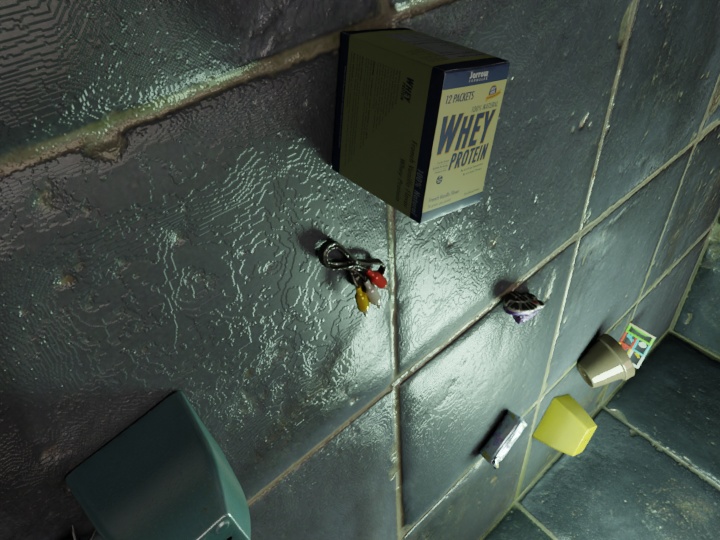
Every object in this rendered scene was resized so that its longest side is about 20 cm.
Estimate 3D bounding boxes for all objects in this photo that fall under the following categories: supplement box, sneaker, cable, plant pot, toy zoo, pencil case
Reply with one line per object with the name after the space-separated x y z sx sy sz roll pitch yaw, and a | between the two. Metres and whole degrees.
0.074 -0.211 0.779 0.132 0.199 0.205 -21 132 -35 | supplement box
0.455 0.116 1.555 0.197 0.080 0.085 6 119 -51 | sneaker
0.000 0.000 0.977 0.098 0.050 0.201 -49 144 -10 | cable
0.892 0.677 2.379 0.197 0.175 0.204 9 111 -49 | plant pot
1.307 0.373 2.654 0.020 0.130 0.204 3 115 -47 | toy zoo
-0.269 0.351 0.817 0.194 0.199 0.199 -37 140 -23 | plant pot
1.014 0.399 2.321 0.172 0.202 0.201 -32 141 0 | plant pot
0.507 0.599 1.966 0.202 0.082 0.091 -52 165 -6 | pencil case

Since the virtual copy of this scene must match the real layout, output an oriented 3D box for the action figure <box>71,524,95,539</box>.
-0.430 0.481 0.816 0.117 0.102 0.204 11 111 -38 | action figure
